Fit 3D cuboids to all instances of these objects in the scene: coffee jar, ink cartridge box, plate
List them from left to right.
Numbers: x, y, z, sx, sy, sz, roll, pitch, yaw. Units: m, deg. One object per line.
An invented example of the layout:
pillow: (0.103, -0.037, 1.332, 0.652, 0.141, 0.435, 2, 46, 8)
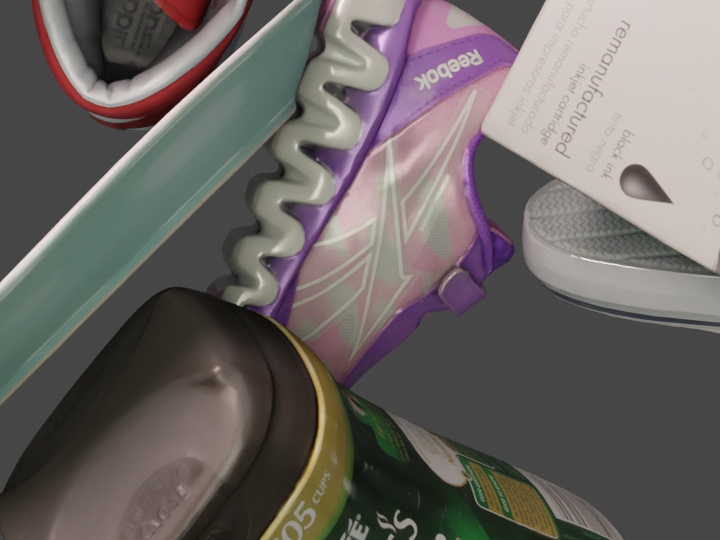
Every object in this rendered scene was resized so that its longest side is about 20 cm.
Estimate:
plate: (-0.074, -0.009, 0.849, 0.200, 0.200, 0.026, -44, 93, 6)
coffee jar: (-0.010, 0.085, 0.868, 0.200, 0.085, 0.104, 31, 103, -39)
ink cartridge box: (0.150, -0.041, 0.818, 0.200, 0.067, 0.116, 32, 104, 22)

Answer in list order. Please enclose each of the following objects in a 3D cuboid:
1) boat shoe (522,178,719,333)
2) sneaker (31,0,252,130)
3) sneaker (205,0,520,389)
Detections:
boat shoe: (0.151, 0.009, 0.908, 0.199, 0.074, 0.067, 2, 127, 6)
sneaker: (-0.048, -0.137, 0.885, 0.071, 0.112, 0.200, 16, 96, 1)
sneaker: (0.000, 0.000, 0.917, 0.088, 0.080, 0.201, 21, 96, -8)
